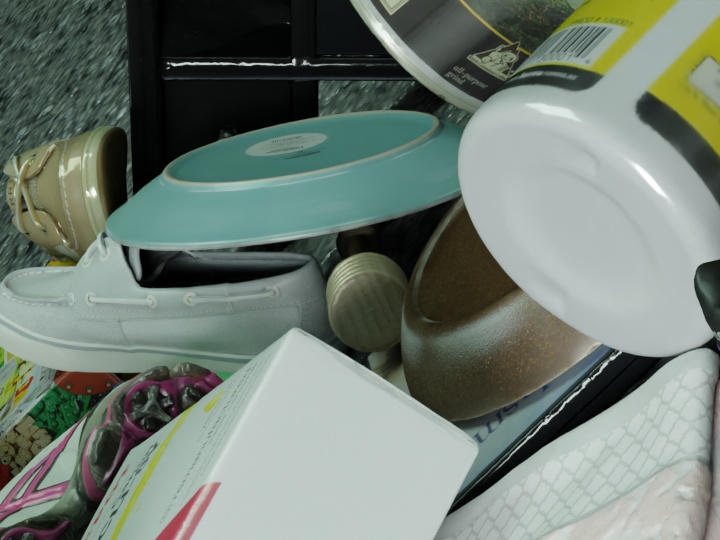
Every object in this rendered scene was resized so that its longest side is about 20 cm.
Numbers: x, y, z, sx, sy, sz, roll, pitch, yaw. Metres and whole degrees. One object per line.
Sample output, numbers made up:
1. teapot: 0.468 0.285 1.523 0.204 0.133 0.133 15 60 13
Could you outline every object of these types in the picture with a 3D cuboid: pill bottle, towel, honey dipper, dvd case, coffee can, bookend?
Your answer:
1. pill bottle: 0.136 -0.073 0.976 0.200 0.114 0.114 -45 14 -28
2. towel: 0.044 0.132 0.914 0.200 0.032 0.191 -36 21 35
3. honey dipper: 0.000 0.000 1.264 0.038 0.038 0.200 -46 9 5
4. dvd case: 0.062 0.031 1.112 0.143 0.018 0.200 -44 18 10
5. coffee can: 0.101 -0.186 1.275 0.200 0.146 0.146 -38 20 30
6. bookend: -0.025 -0.112 1.467 0.092 0.199 0.200 -88 -1 -65

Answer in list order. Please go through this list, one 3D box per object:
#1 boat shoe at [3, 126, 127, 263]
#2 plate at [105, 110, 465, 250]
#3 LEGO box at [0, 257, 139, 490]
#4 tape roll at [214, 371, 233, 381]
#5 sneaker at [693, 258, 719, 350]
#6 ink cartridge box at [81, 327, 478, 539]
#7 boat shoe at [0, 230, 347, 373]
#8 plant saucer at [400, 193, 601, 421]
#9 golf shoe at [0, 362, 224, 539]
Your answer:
1. boat shoe: -0.153 -0.035 1.414 0.200 0.065 0.072 168 100 -85
2. plate: -0.026 -0.049 1.299 0.200 0.026 0.200 -11 14 3
3. LEGO box: -0.171 0.083 1.455 0.149 0.077 0.200 -46 17 8
4. tape roll: -0.105 0.137 1.233 0.200 0.048 0.200 -42 18 17
5. sneaker: 0.175 -0.039 0.873 0.076 0.088 0.200 -23 29 54
6. ink cartridge box: -0.056 0.122 1.004 0.145 0.083 0.200 -62 10 -24
7. boat shoe: -0.100 0.011 1.309 0.200 0.069 0.072 10 29 35
8. plant saucer: 0.083 -0.024 1.100 0.200 0.032 0.200 -42 18 17
9. golf shoe: -0.131 0.123 1.137 0.200 0.073 0.092 -44 8 -23
